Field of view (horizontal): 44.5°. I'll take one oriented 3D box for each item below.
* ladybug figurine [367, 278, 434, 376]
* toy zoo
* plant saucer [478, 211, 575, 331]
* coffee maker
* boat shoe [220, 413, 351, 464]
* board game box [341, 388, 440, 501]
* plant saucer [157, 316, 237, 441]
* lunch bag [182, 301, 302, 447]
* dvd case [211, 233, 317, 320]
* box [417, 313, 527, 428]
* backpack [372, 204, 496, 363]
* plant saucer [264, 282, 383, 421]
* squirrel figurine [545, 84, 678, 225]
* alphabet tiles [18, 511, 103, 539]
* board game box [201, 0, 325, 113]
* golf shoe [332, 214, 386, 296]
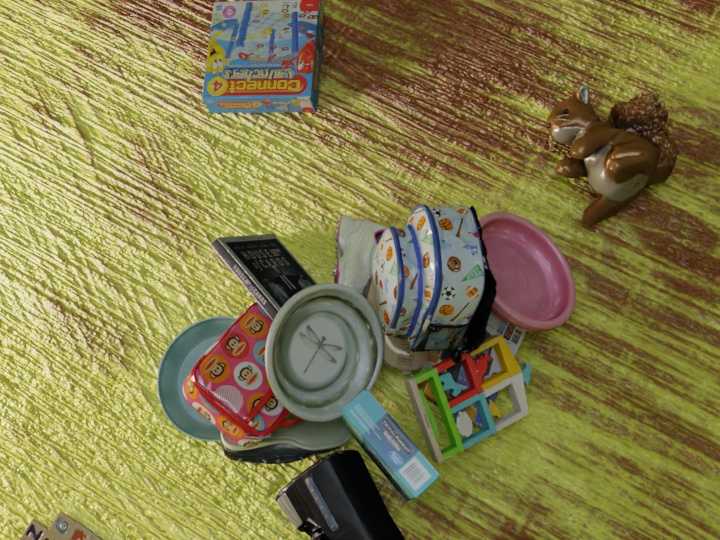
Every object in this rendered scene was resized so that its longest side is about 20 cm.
[{"bbox_3d":[0.076,0.067,1.373,0.135,0.072,0.201,7,73,3],"label":"ladybug figurine"},{"bbox_3d":[0.170,0.181,1.297,0.199,0.020,0.132,-24,98,-23],"label":"toy zoo"},{"bbox_3d":[0.236,0.007,1.340,0.200,0.051,0.201,18,51,-24],"label":"plant saucer"},{"bbox_3d":[0.001,0.362,1.265,0.191,0.135,0.201,-28,70,-8],"label":"coffee maker"},{"bbox_3d":[-0.115,0.263,1.342,0.198,0.066,0.075,-3,45,-20],"label":"boat shoe"},{"bbox_3d":[0.039,0.251,1.244,0.047,0.200,0.151,-39,78,-10],"label":"board game box"},{"bbox_3d":[-0.224,0.174,1.403,0.199,0.036,0.201,-2,71,7],"label":"plant saucer"},{"bbox_3d":[-0.146,0.162,1.316,0.176,0.082,0.200,40,51,1],"label":"lunch bag"},{"bbox_3d":[-0.126,0.020,1.386,0.200,0.150,0.025,48,115,18],"label":"dvd case"},{"bbox_3d":[0.174,0.122,1.332,0.119,0.041,0.201,32,78,-20],"label":"box"},{"bbox_3d":[0.100,0.001,1.232,0.153,0.191,0.201,0,54,-22],"label":"backpack"},{"bbox_3d":[-0.059,0.117,1.283,0.050,0.200,0.201,4,65,56],"label":"plant saucer"},{"bbox_3d":[0.398,-0.207,1.406,0.199,0.142,0.187,-23,59,-15],"label":"squirrel figurine"},{"bbox_3d":[-0.458,0.479,1.354,0.199,0.006,0.167,27,78,16],"label":"alphabet tiles"},{"bbox_3d":[-0.171,-0.381,1.565,0.199,0.056,0.197,0,72,8],"label":"board game box"},{"bbox_3d":[0.000,0.000,1.400,0.091,0.075,0.201,5,62,-2],"label":"golf shoe"}]
